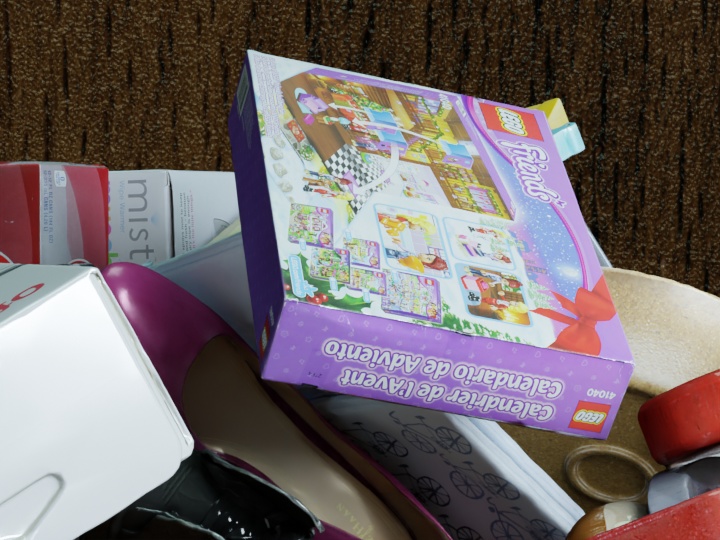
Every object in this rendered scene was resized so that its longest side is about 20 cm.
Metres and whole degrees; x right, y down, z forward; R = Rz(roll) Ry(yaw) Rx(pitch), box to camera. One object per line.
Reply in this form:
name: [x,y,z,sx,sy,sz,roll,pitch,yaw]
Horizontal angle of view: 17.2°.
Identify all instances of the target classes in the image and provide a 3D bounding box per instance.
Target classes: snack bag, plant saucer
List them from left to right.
snack bag: [-0.012,0.059,1.066,0.021,0.200,0.188,-50,16,-27]
plant saucer: [0.116,0.079,1.060,0.199,0.036,0.201,13,-39,10]

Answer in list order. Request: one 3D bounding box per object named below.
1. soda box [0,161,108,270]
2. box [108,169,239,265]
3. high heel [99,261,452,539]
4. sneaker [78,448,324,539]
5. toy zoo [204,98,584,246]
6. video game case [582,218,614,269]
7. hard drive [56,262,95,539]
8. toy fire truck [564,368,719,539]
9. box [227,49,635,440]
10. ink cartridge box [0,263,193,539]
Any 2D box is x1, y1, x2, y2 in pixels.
soda box: [-0.165,0.048,1.157,0.070,0.201,0.063,1,1,26]
box: [-0.094,0.046,1.317,0.096,0.201,0.176,-1,2,28]
high heel: [-0.031,0.068,1.024,0.096,0.068,0.200,-9,-50,48]
sneaker: [-0.065,0.120,0.998,0.104,0.060,0.200,33,-22,11]
toy zoo: [0.024,-0.042,1.209,0.199,0.021,0.131,-14,16,29]
video game case: [0.112,0.022,1.188,0.019,0.143,0.200,-33,7,-4]
hard drive: [-0.216,0.073,1.103,0.199,0.140,0.038,-4,0,5]
toy fire truck: [0.123,0.109,0.914,0.168,0.113,0.200,-26,-11,24]
box: [0.022,-0.015,0.947,0.136,0.039,0.200,11,30,-13]
ink cartridge box: [-0.175,0.066,0.919,0.145,0.084,0.200,-33,15,-23]
